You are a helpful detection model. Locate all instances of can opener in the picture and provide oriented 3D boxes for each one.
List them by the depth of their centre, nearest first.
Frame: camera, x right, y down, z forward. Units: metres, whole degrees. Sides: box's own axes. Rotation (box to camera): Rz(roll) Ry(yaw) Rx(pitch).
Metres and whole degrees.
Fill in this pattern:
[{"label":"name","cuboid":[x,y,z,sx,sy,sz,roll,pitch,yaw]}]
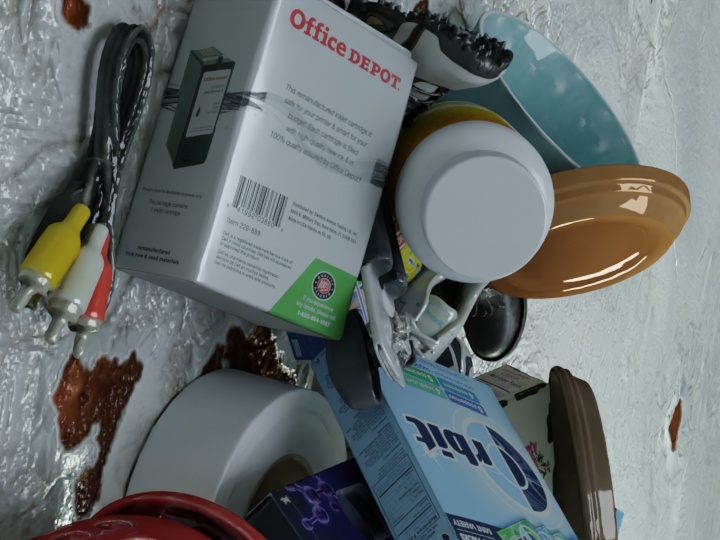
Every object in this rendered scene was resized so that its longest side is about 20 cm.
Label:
[{"label":"can opener","cuboid":[0.000,0.000,1.091,0.053,0.066,0.201,59,19,-47]}]

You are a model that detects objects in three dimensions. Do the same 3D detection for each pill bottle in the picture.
[{"label":"pill bottle","cuboid":[0.076,-0.054,1.120,0.200,0.110,0.112,-102,-162,-78]}]

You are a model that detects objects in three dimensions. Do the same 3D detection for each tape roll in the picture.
[{"label":"tape roll","cuboid":[-0.086,0.174,1.131,0.202,0.070,0.204,-33,128,-55]}]

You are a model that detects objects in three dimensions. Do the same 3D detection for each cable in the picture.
[{"label":"cable","cuboid":[-0.148,-0.044,0.940,0.201,0.050,0.097,-68,152,-17]}]

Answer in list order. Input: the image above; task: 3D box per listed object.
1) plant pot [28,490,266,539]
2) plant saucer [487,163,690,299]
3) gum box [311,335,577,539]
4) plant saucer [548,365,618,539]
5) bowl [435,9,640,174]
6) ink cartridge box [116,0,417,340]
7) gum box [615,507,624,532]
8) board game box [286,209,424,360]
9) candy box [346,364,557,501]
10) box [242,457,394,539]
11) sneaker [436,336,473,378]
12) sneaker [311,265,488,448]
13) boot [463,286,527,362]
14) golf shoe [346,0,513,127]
[{"label":"plant pot","cuboid":[-0.137,0.233,0.925,0.182,0.199,0.202,-36,132,-63]},{"label":"plant saucer","cuboid":[0.179,-0.025,1.312,0.200,0.199,0.038,38,37,-61]},{"label":"gum box","cuboid":[0.069,0.144,1.109,0.045,0.201,0.169,-45,137,20]},{"label":"plant saucer","cuboid":[0.177,0.175,1.259,0.200,0.029,0.202,-6,90,-89]},{"label":"bowl","cuboid":[0.138,-0.114,1.358,0.105,0.201,0.200,-40,168,27]},{"label":"ink cartridge box","cuboid":[-0.058,-0.072,1.035,0.146,0.084,0.202,25,78,-46]},{"label":"gum box","cuboid":[0.119,0.272,1.427,0.045,0.199,0.171,35,69,-61]},{"label":"board game box","cuboid":[-0.005,-0.039,1.206,0.200,0.034,0.136,-42,122,-50]},{"label":"candy box","cuboid":[0.066,0.175,1.288,0.199,0.061,0.137,-19,114,-30]},{"label":"box","cuboid":[0.009,0.233,1.045,0.079,0.201,0.141,-44,165,27]},{"label":"sneaker","cuboid":[0.035,0.127,1.341,0.200,0.079,0.130,-67,149,-20]},{"label":"sneaker","cuboid":[0.031,0.053,1.237,0.070,0.080,0.201,44,59,-13]},{"label":"boot","cuboid":[0.080,-0.003,1.396,0.174,0.069,0.202,-19,107,-59]},{"label":"golf shoe","cuboid":[0.041,-0.138,1.136,0.077,0.200,0.095,19,95,-25]}]
